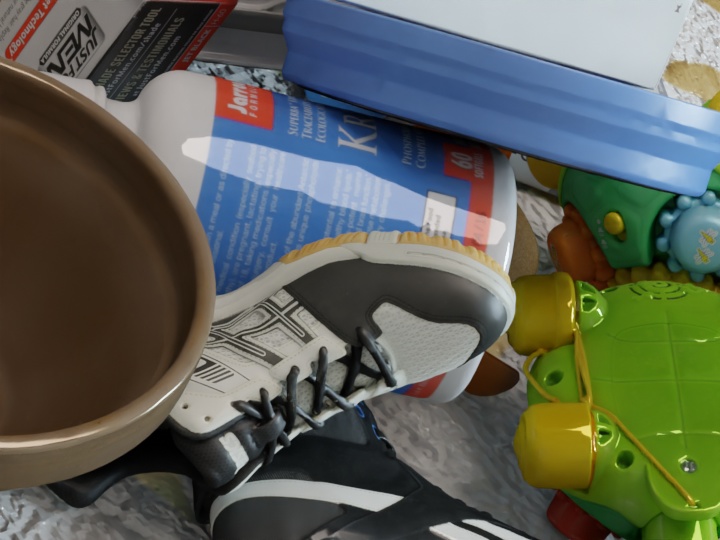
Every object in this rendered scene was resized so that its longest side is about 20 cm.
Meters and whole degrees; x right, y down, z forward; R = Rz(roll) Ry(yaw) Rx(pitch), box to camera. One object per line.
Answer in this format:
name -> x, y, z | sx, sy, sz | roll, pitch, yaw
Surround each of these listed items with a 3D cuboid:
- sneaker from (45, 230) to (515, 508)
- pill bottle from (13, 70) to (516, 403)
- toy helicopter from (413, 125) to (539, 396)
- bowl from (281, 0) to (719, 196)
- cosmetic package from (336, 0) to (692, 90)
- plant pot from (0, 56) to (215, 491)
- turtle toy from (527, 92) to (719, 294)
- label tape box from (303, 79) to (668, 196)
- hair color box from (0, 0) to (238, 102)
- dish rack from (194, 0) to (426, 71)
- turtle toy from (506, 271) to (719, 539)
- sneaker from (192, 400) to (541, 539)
sneaker -> -0.035, 0.046, 1.106 | 0.076, 0.199, 0.088 | 60, 24, -43
pill bottle -> -0.045, -0.019, 1.183 | 0.199, 0.112, 0.112 | 13, 39, -12
toy helicopter -> 0.000, 0.000, 1.296 | 0.200, 0.079, 0.133 | -11, 66, -38
bowl -> 0.060, -0.073, 1.222 | 0.200, 0.039, 0.201 | 16, 4, -1
cosmetic package -> 0.044, -0.132, 1.266 | 0.200, 0.051, 0.083 | 12, 14, -37
plant pot -> -0.161, 0.015, 1.056 | 0.200, 0.093, 0.201 | 16, 42, -15
turtle toy -> 0.173, -0.010, 1.405 | 0.200, 0.145, 0.101 | 32, 64, -40
label tape box -> 0.060, -0.122, 1.490 | 0.200, 0.063, 0.144 | 19, 37, -30
hair color box -> -0.147, -0.159, 1.290 | 0.061, 0.102, 0.200 | -3, 53, -48
dish rack -> -0.027, -0.155, 1.384 | 0.171, 0.044, 0.200 | 6, 30, -13
turtle toy -> 0.136, 0.086, 1.275 | 0.145, 0.101, 0.200 | 1, 49, -3
sneaker -> 0.025, 0.100, 1.177 | 0.200, 0.073, 0.112 | 13, 43, -34
